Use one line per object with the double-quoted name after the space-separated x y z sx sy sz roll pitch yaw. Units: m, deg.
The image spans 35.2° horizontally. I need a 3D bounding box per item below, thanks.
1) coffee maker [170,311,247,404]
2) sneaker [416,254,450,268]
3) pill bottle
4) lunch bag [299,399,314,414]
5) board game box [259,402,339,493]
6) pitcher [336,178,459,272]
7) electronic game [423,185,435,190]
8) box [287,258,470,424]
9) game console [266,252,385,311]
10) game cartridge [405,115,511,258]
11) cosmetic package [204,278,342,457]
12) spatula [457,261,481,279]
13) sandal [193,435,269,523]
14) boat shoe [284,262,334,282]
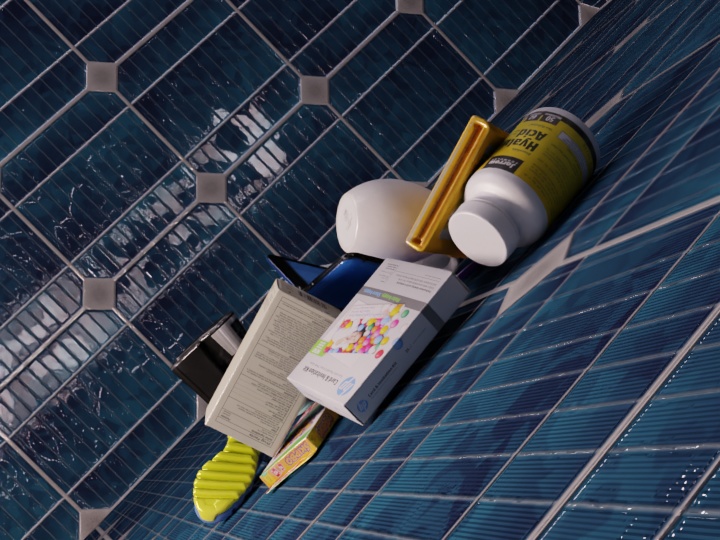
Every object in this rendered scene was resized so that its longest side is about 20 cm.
-0.222 0.200 1.923 0.192 0.200 0.135 -45 3 -8 "coffee maker"
0.070 0.013 1.810 0.200 0.075 0.115 -39 3 13 "sneaker"
0.194 -0.098 1.367 0.200 0.111 0.111 -48 5 -30 "pill bottle"
-0.077 0.132 1.764 0.200 0.077 0.161 -45 31 47 "lunch bag"
-0.066 0.211 1.481 0.096 0.030 0.200 -43 6 27 "board game box"
0.066 -0.047 1.605 0.121 0.200 0.172 -114 32 -45 "pitcher"
0.069 -0.079 1.748 0.200 0.042 0.200 -23 -9 -4 "electronic game"
0.019 0.078 1.348 0.200 0.041 0.156 -51 26 -13 "box"
0.000 0.000 1.572 0.200 0.119 0.171 13 -39 -38 "game console"
0.141 -0.099 1.444 0.177 0.032 0.200 -62 -22 9 "game cartridge"
-0.109 0.124 1.459 0.200 0.103 0.073 -60 11 7 "cosmetic package"
0.168 -0.028 1.566 0.057 0.021 0.200 -45 3 30 "spatula"
-0.172 0.282 1.596 0.200 0.079 0.087 -59 -24 -47 "sandal"
-0.018 0.018 1.835 0.202 0.075 0.086 -13 32 -13 "boat shoe"
